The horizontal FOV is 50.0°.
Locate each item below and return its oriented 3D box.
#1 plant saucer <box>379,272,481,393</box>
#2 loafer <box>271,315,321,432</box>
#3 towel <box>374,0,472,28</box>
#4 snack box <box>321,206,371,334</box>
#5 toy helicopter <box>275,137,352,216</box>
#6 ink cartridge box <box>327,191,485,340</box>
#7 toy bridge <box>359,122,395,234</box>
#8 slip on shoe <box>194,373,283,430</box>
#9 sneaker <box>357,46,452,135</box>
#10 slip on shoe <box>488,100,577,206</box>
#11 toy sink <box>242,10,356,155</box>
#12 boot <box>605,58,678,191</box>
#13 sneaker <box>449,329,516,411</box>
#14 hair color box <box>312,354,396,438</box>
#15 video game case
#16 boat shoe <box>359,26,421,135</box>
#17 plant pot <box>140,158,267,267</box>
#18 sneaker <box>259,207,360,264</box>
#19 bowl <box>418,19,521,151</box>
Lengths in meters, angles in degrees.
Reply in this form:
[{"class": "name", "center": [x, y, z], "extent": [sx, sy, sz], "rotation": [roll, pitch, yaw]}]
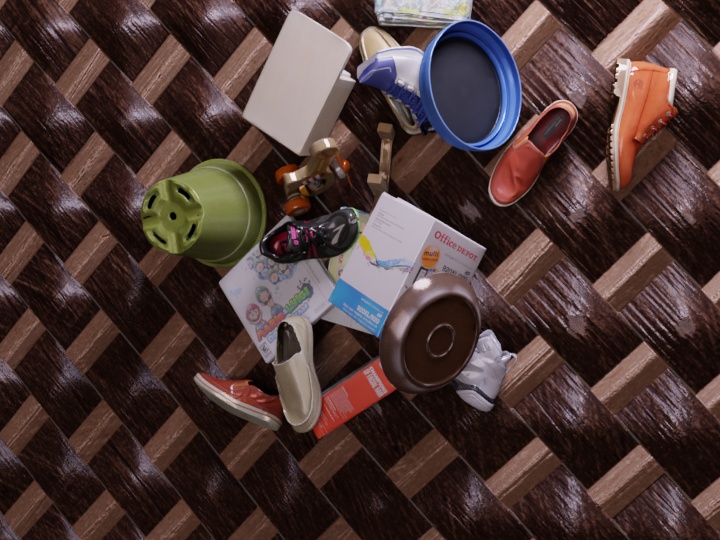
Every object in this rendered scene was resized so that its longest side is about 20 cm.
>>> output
[{"class": "plant saucer", "center": [0.118, 0.105, 1.207], "extent": [0.032, 0.196, 0.205], "rotation": [32, 106, 52]}, {"class": "loafer", "center": [-0.116, 0.174, 1.320], "extent": [0.074, 0.068, 0.205], "rotation": [-20, 66, 27]}, {"class": "towel", "center": [0.112, -0.509, 1.290], "extent": [0.166, 0.048, 0.206], "rotation": [8, 97, 12]}, {"class": "snack box", "center": [0.000, 0.000, 1.373], "extent": [0.113, 0.037, 0.206], "rotation": [15, 99, 15]}, {"class": "toy helicopter", "center": [-0.066, -0.170, 1.306], "extent": [0.129, 0.200, 0.081], "rotation": [-14, 76, -17]}, {"class": "ink cartridge box", "center": [0.076, 0.007, 1.254], "extent": [0.144, 0.146, 0.204], "rotation": [31, 95, 48]}, {"class": "toy bridge", "center": [0.031, -0.145, 1.329], "extent": [0.026, 0.067, 0.206], "rotation": [7, 77, 14]}, {"class": "slip on shoe", "center": [-0.224, 0.234, 1.446], "extent": [0.196, 0.075, 0.062], "rotation": [19, 64, 21]}, {"class": "sneaker", "center": [0.096, -0.282, 1.239], "extent": [0.080, 0.195, 0.119], "rotation": [-20, 73, 57]}, {"class": "slip on shoe", "center": [0.278, -0.192, 1.262], "extent": [0.074, 0.061, 0.201], "rotation": [41, 106, 7]}, {"class": "toy sink", "center": [-0.092, -0.320, 1.333], "extent": [0.129, 0.112, 0.203], "rotation": [32, 108, 11]}, {"class": "boot", "center": [0.439, -0.223, 1.208], "extent": [0.104, 0.075, 0.206], "rotation": [8, 96, 10]}, {"class": "sneaker", "center": [0.169, 0.139, 1.321], "extent": [0.198, 0.075, 0.116], "rotation": [35, 102, 6]}, {"class": "hair color box", "center": [0.003, 0.206, 1.354], "extent": [0.198, 0.111, 0.065], "rotation": [-36, 86, 17]}, {"class": "video game case", "center": [-0.148, 0.035, 1.406], "extent": [0.199, 0.024, 0.184], "rotation": [-41, 74, 21]}, {"class": "boat shoe", "center": [0.055, -0.327, 1.306], "extent": [0.071, 0.076, 0.203], "rotation": [-33, 85, 17]}, {"class": "plant pot", "center": [-0.292, -0.099, 1.371], "extent": [0.194, 0.190, 0.206], "rotation": [2, 96, 17]}, {"class": "sneaker", "center": [-0.087, -0.053, 1.318], "extent": [0.196, 0.083, 0.079], "rotation": [-19, 83, 24]}, {"class": "bowl", "center": [0.174, -0.290, 1.230], "extent": [0.039, 0.197, 0.207], "rotation": [-6, 95, 56]}]
